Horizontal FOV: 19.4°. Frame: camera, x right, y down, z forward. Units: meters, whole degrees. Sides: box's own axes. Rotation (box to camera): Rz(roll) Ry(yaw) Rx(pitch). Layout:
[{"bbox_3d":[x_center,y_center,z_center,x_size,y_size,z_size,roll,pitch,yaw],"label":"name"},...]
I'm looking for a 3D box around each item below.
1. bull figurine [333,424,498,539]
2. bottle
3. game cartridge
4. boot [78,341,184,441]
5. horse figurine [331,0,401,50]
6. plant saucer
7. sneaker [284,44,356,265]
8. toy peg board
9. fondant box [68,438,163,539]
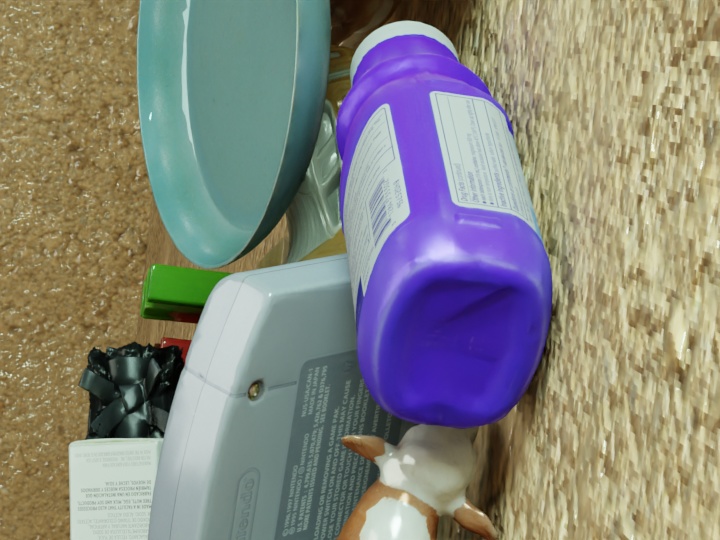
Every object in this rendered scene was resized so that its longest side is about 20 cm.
[{"bbox_3d":[0.008,0.151,0.793,0.121,0.065,0.202,116,161,-74],"label":"bull figurine"},{"bbox_3d":[0.026,-0.028,0.792,0.201,0.065,0.084,-98,18,-57],"label":"bottle"},{"bbox_3d":[-0.027,0.089,0.866,0.040,0.133,0.202,24,114,36],"label":"game cartridge"},{"bbox_3d":[-0.131,0.140,1.231,0.198,0.073,0.164,102,165,-70],"label":"boot"},{"bbox_3d":[-0.013,-0.124,1.064,0.133,0.050,0.200,-54,-2,-3],"label":"horse figurine"},{"bbox_3d":[-0.057,-0.101,0.946,0.200,0.027,0.202,180,90,-66],"label":"plant saucer"},{"bbox_3d":[0.000,0.000,0.976,0.088,0.075,0.202,43,-135,-72],"label":"sneaker"},{"bbox_3d":[-0.098,0.083,1.353,0.200,0.097,0.201,148,128,-82],"label":"toy peg board"},{"bbox_3d":[-0.089,0.189,1.095,0.144,0.058,0.202,10,-102,-64],"label":"fondant box"}]
